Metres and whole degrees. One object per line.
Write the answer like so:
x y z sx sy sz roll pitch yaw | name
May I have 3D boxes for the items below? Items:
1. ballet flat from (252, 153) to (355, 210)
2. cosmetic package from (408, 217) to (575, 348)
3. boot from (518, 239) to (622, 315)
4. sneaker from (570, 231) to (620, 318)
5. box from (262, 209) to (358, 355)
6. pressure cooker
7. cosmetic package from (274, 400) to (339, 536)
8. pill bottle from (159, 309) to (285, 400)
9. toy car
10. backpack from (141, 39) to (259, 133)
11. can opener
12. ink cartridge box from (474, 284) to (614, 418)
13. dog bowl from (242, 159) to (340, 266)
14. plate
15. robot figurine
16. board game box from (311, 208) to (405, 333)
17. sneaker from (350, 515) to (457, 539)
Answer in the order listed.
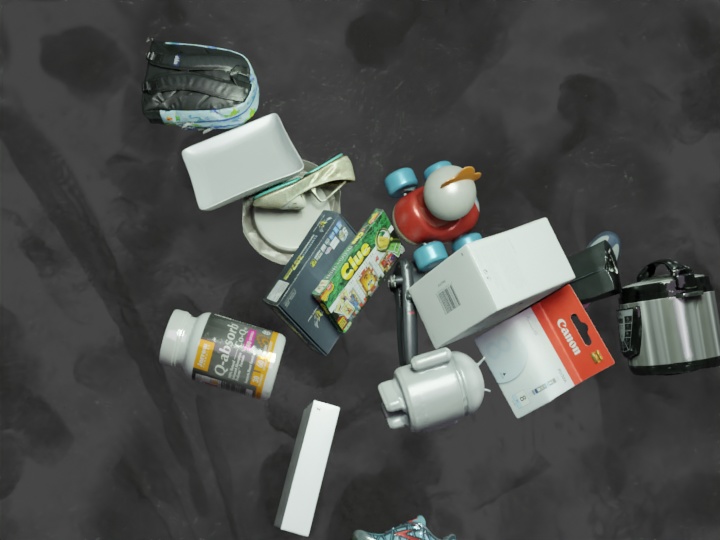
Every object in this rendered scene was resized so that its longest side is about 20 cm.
-0.096 -0.143 1.437 0.197 0.067 0.063 -28 95 -14 | ballet flat
0.226 0.024 1.401 0.197 0.199 0.125 -20 78 -33 | cosmetic package
0.361 -0.012 1.460 0.065 0.198 0.168 -12 81 -44 | boot
0.448 0.002 1.529 0.069 0.082 0.202 34 72 2 | sneaker
-0.062 0.022 1.417 0.202 0.050 0.158 -55 132 -18 | box
0.561 0.082 1.468 0.177 0.173 0.205 -3 84 -49 | pressure cooker
-0.089 0.325 1.322 0.050 0.151 0.204 15 73 -3 | cosmetic package
-0.233 0.140 1.370 0.195 0.117 0.119 16 73 -4 | pill bottle
0.164 -0.130 1.447 0.174 0.200 0.188 -13 74 -28 | toy car
-0.286 -0.338 1.491 0.195 0.154 0.167 -5 68 12 | backpack
0.087 0.077 1.463 0.077 0.063 0.205 3 74 -8 | can opener
0.323 0.145 1.431 0.198 0.047 0.162 -35 78 27 | ink cartridge box
-0.126 -0.100 1.482 0.195 0.059 0.205 3 74 -9 | dog bowl
-0.214 -0.192 1.460 0.196 0.033 0.201 -23 45 -6 | plate
0.131 0.210 1.400 0.196 0.172 0.114 -16 37 -7 | robot figurine
0.000 0.000 1.420 0.201 0.023 0.105 -53 131 -22 | board game box
0.077 0.460 1.359 0.196 0.079 0.097 20 63 -12 | sneaker
